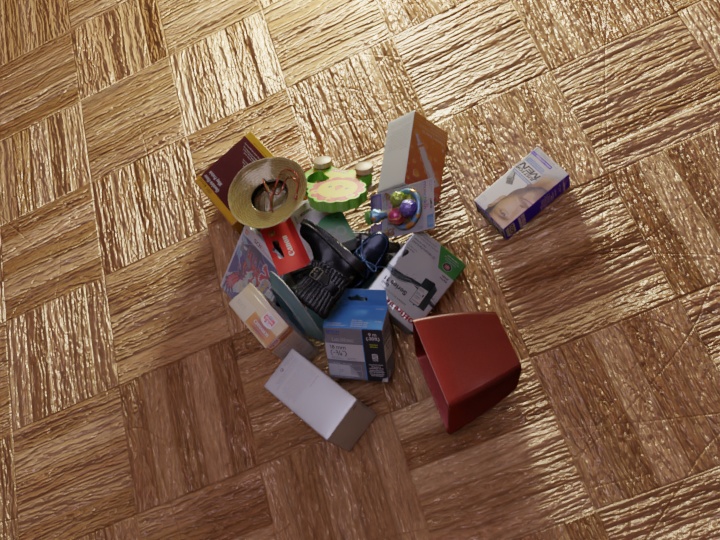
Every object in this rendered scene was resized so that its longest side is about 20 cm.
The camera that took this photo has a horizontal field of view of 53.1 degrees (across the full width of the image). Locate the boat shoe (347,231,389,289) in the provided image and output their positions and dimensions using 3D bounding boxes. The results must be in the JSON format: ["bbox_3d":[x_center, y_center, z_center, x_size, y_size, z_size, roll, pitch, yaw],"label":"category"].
[{"bbox_3d":[0.000,0.000,1.651,0.084,0.069,0.201,33,94,7],"label":"boat shoe"}]

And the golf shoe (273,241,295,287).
[{"bbox_3d":[-0.222,-0.006,1.805,0.072,0.092,0.201,-31,62,2],"label":"golf shoe"}]

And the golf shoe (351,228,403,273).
[{"bbox_3d":[0.018,-0.068,1.768,0.199,0.078,0.094,33,63,27],"label":"golf shoe"}]

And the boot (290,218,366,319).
[{"bbox_3d":[-0.104,-0.008,1.608,0.158,0.079,0.211,-49,56,1],"label":"boot"}]

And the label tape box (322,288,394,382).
[{"bbox_3d":[-0.007,0.145,1.611,0.143,0.202,0.063,1,25,20],"label":"label tape box"}]

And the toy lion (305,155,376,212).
[{"bbox_3d":[-0.065,-0.200,1.734,0.199,0.069,0.192,13,38,29],"label":"toy lion"}]

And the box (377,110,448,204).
[{"bbox_3d":[0.129,-0.263,1.757,0.097,0.124,0.202,-14,59,48],"label":"box"}]

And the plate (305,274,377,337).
[{"bbox_3d":[-0.031,0.083,1.706,0.198,0.026,0.202,-1,81,6],"label":"plate"}]

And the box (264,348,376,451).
[{"bbox_3d":[-0.088,0.288,1.595,0.199,0.152,0.107,34,81,29],"label":"box"}]

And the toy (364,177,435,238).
[{"bbox_3d":[0.082,-0.138,1.646,0.199,0.047,0.116,-12,76,48],"label":"toy"}]

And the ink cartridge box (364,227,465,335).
[{"bbox_3d":[0.122,0.026,1.647,0.146,0.083,0.200,38,82,5],"label":"ink cartridge box"}]

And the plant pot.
[{"bbox_3d":[0.228,0.197,1.513,0.175,0.200,0.201,-19,62,-4],"label":"plant pot"}]

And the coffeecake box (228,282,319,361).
[{"bbox_3d":[-0.197,0.135,1.672,0.073,0.200,0.154,-43,61,-3],"label":"coffeecake box"}]

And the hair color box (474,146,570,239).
[{"bbox_3d":[0.378,-0.181,1.686,0.200,0.065,0.109,-41,61,1],"label":"hair color box"}]

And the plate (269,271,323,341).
[{"bbox_3d":[-0.154,0.088,1.641,0.026,0.201,0.200,-37,60,-13],"label":"plate"}]

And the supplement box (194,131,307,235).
[{"bbox_3d":[-0.286,-0.213,1.892,0.200,0.133,0.197,-42,61,-2],"label":"supplement box"}]

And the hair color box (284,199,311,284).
[{"bbox_3d":[-0.138,-0.073,1.796,0.108,0.065,0.201,-16,58,-5],"label":"hair color box"}]

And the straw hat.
[{"bbox_3d":[-0.213,-0.173,1.750,0.199,0.085,0.203,-4,69,11],"label":"straw hat"}]

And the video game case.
[{"bbox_3d":[-0.263,0.016,1.787,0.182,0.023,0.201,44,122,29],"label":"video game case"}]

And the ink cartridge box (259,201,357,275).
[{"bbox_3d":[-0.127,-0.089,1.721,0.199,0.050,0.162,-18,53,-13],"label":"ink cartridge box"}]
